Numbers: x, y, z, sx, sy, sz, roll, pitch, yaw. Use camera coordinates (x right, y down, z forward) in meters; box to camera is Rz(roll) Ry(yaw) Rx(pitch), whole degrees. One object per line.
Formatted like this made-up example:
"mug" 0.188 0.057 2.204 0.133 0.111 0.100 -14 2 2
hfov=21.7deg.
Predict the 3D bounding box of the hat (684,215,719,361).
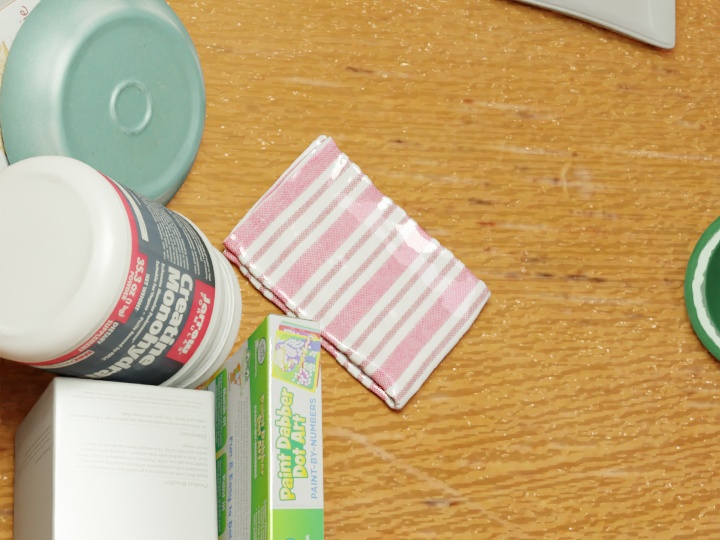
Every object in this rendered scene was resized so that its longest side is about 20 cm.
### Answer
"hat" 0.396 0.020 1.711 0.198 0.176 0.167 -24 77 7

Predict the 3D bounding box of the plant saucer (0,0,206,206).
"plant saucer" -0.184 -0.125 1.436 0.199 0.036 0.202 -9 103 -46

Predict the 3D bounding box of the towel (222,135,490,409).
"towel" 0.000 0.000 1.531 0.200 0.030 0.147 42 57 -2

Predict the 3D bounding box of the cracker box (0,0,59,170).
"cracker box" -0.267 -0.132 1.415 0.200 0.057 0.135 -43 127 -33

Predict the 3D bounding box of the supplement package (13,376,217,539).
"supplement package" -0.172 0.192 1.306 0.120 0.120 0.202 8 64 -23

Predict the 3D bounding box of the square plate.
"square plate" 0.207 -0.313 1.774 0.198 0.028 0.200 15 61 -18

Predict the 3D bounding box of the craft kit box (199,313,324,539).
"craft kit box" -0.082 0.160 1.317 0.048 0.198 0.202 8 64 -20

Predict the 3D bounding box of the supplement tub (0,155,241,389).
"supplement tub" -0.182 0.011 1.326 0.200 0.139 0.142 29 44 -62
